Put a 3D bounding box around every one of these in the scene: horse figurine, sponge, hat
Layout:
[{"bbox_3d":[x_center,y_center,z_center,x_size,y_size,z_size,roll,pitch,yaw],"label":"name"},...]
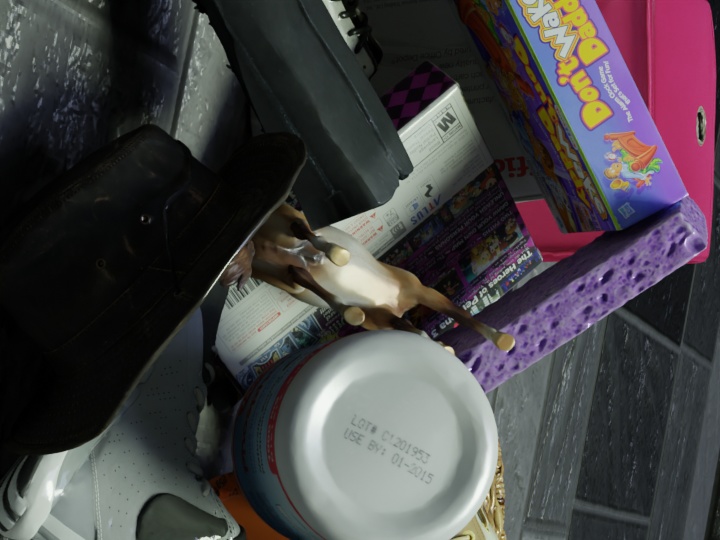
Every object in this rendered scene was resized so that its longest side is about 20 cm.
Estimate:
[{"bbox_3d":[-0.012,0.005,1.192,0.200,0.132,0.050,24,92,-39],"label":"horse figurine"},{"bbox_3d":[0.106,0.022,1.273,0.030,0.200,0.112,55,14,-5],"label":"sponge"},{"bbox_3d":[-0.120,-0.011,1.054,0.081,0.200,0.201,42,47,-18],"label":"hat"}]

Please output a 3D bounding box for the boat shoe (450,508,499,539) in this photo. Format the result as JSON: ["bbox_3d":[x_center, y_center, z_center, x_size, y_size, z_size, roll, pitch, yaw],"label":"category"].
[{"bbox_3d":[0.037,0.150,1.290,0.200,0.074,0.066,59,5,35],"label":"boat shoe"}]

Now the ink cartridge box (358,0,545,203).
[{"bbox_3d":[0.071,-0.142,1.406,0.086,0.146,0.200,-23,106,-71],"label":"ink cartridge box"}]

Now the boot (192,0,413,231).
[{"bbox_3d":[-0.028,-0.134,1.162,0.200,0.066,0.165,57,35,-7],"label":"boot"}]

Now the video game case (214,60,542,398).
[{"bbox_3d":[0.000,0.000,1.306,0.200,0.036,0.181,-40,141,-6],"label":"video game case"}]

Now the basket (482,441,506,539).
[{"bbox_3d":[0.032,0.183,1.517,0.149,0.142,0.200,-5,103,-70],"label":"basket"}]

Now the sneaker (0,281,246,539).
[{"bbox_3d":[-0.095,0.087,1.132,0.075,0.115,0.200,-39,-167,50],"label":"sneaker"}]

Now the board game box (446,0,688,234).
[{"bbox_3d":[0.105,-0.120,1.280,0.200,0.045,0.134,63,-8,-4],"label":"board game box"}]

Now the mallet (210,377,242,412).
[{"bbox_3d":[-0.040,0.035,1.412,0.200,0.041,0.066,-25,121,-63],"label":"mallet"}]

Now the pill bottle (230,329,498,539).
[{"bbox_3d":[-0.007,0.089,1.149,0.200,0.109,0.109,158,-56,-76],"label":"pill bottle"}]

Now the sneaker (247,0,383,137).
[{"bbox_3d":[-0.024,-0.151,1.302,0.074,0.080,0.200,-56,147,-47],"label":"sneaker"}]

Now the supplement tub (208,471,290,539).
[{"bbox_3d":[-0.041,0.189,1.339,0.200,0.122,0.123,52,50,-65],"label":"supplement tub"}]

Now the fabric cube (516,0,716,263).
[{"bbox_3d":[0.128,-0.102,1.544,0.199,0.200,0.197,3,87,-72],"label":"fabric cube"}]
